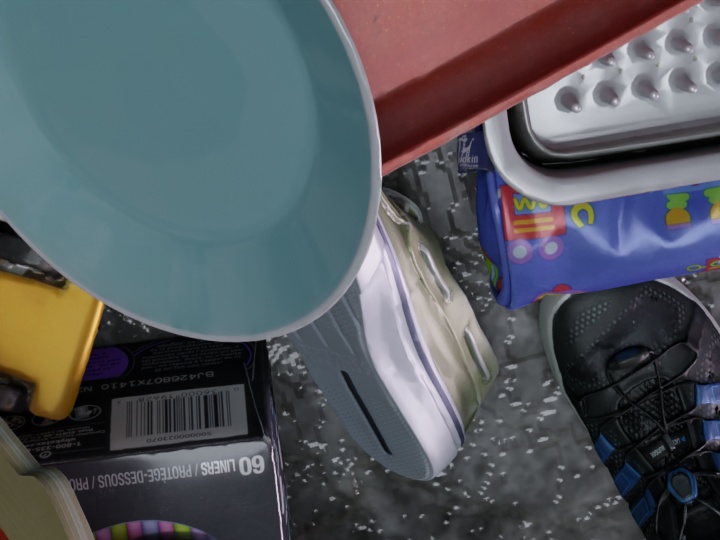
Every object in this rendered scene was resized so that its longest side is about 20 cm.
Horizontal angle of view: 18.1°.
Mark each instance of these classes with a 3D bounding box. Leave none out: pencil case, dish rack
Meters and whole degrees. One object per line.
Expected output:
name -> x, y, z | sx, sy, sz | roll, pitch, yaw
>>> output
pencil case -> 0.137, -0.043, 0.896 | 0.199, 0.078, 0.087 | -10, 81, 0
dish rack -> 0.130, -0.122, 0.822 | 0.199, 0.044, 0.173 | -10, 106, -8

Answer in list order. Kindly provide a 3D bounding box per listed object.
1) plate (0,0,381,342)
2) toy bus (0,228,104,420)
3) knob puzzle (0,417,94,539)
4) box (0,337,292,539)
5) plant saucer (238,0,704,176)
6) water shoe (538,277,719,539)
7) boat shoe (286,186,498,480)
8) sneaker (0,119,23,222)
plate -> -0.072, -0.066, 0.765 | 0.199, 0.026, 0.201 | 21, 132, 24
toy bus -> -0.200, -0.001, 0.876 | 0.199, 0.078, 0.066 | 17, 90, -9
knob puzzle -> -0.123, 0.139, 0.828 | 0.030, 0.219, 0.221 | -18, 119, -38
box -> -0.086, 0.141, 0.936 | 0.121, 0.106, 0.201 | -7, 113, -1
plant saucer -> 0.033, -0.160, 0.754 | 0.199, 0.037, 0.201 | -28, 108, -2
water shoe -> 0.142, 0.082, 0.945 | 0.071, 0.079, 0.201 | -29, 111, 7
boat shoe -> 0.000, 0.000, 0.889 | 0.062, 0.072, 0.201 | -53, 141, -26
sneaker -> -0.118, -0.037, 0.877 | 0.199, 0.080, 0.074 | 19, 107, -14
